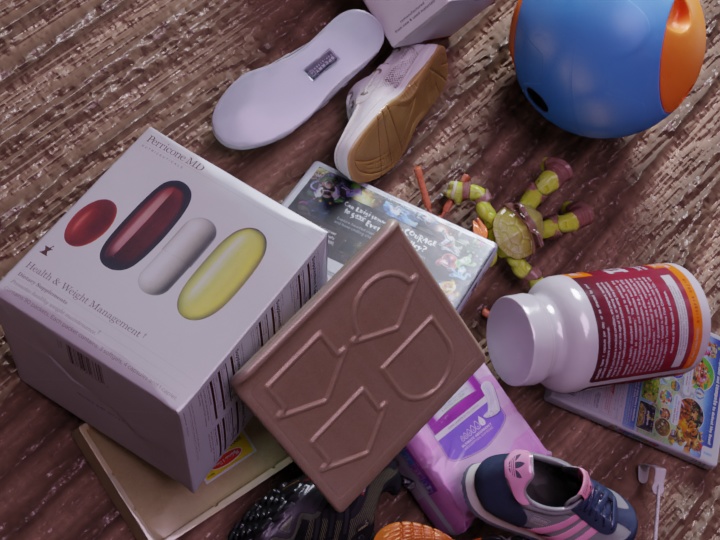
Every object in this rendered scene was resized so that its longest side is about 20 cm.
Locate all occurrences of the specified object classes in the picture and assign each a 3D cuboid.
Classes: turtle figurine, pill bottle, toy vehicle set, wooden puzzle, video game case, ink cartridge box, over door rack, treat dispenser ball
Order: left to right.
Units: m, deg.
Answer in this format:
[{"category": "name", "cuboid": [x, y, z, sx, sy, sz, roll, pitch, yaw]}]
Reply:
[{"category": "toy vehicle set", "cuboid": [-0.135, 0.143, 1.258, 0.199, 0.027, 0.125, -30, 85, -30]}, {"category": "wooden puzzle", "cuboid": [-0.002, 0.077, 1.177, 0.185, 0.046, 0.200, -45, 132, -12]}, {"category": "video game case", "cuboid": [0.000, 0.000, 1.321, 0.199, 0.023, 0.182, 25, 54, 14]}, {"category": "ink cartridge box", "cuboid": [0.038, -0.335, 1.451, 0.201, 0.083, 0.147, 58, 30, 5]}, {"category": "turtle figurine", "cuboid": [0.155, -0.052, 1.440, 0.161, 0.064, 0.200, -35, 88, -30]}, {"category": "pill bottle", "cuboid": [0.228, 0.056, 1.385, 0.199, 0.113, 0.114, -6, 74, -26]}, {"category": "over door rack", "cuboid": [0.229, 0.267, 1.355, 0.147, 0.067, 0.201, 11, 67, -21]}, {"category": "treat dispenser ball", "cuboid": [0.253, -0.236, 1.474, 0.200, 0.201, 0.202, 8, 68, -21]}, {"category": "video game case", "cuboid": [0.289, 0.103, 1.471, 0.199, 0.018, 0.144, 23, 63, -15]}]

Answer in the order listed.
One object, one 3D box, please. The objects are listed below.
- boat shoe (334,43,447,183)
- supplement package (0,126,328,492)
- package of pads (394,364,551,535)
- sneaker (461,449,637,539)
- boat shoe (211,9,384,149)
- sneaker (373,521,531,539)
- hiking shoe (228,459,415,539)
[{"category": "boat shoe", "cuboid": [0.017, -0.158, 1.418, 0.069, 0.071, 0.200, 15, 44, 24]}, {"category": "supplement package", "cuboid": [-0.157, 0.030, 1.184, 0.191, 0.147, 0.200, 30, 61, 16]}, {"category": "package of pads", "cuboid": [0.072, 0.131, 1.328, 0.120, 0.076, 0.200, -34, 87, -29]}, {"category": "sneaker", "cuboid": [0.188, 0.206, 1.270, 0.199, 0.082, 0.071, 18, 58, -33]}, {"category": "boat shoe", "cuboid": [-0.060, -0.175, 1.389, 0.200, 0.065, 0.074, -34, 86, -18]}, {"category": "sneaker", "cuboid": [0.097, 0.285, 1.274, 0.199, 0.092, 0.076, 14, 33, -6]}, {"category": "hiking shoe", "cuboid": [-0.035, 0.225, 1.244, 0.200, 0.076, 0.101, -43, 105, -18]}]
